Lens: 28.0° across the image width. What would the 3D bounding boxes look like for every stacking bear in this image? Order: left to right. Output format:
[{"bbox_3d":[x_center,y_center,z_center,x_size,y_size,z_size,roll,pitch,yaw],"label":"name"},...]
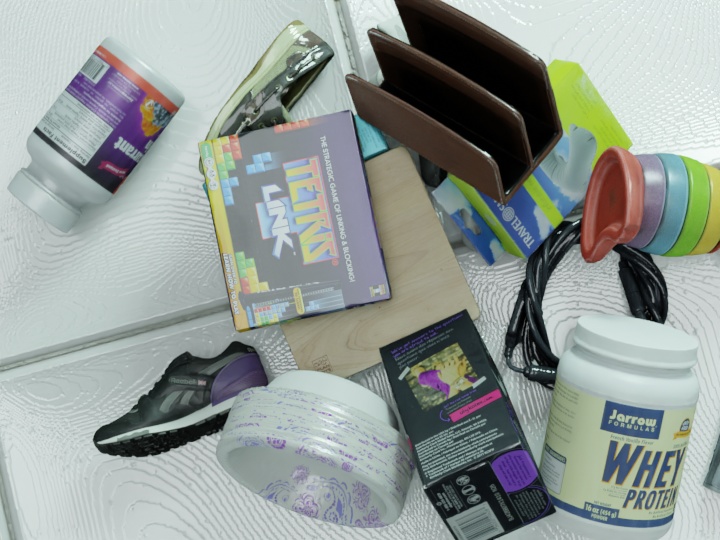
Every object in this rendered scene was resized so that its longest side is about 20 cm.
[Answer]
[{"bbox_3d":[0.343,-0.060,1.494,0.199,0.121,0.115,8,73,-13],"label":"stacking bear"}]

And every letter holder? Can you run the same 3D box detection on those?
[{"bbox_3d":[0.086,-0.181,1.424,0.200,0.142,0.101,34,75,27],"label":"letter holder"}]

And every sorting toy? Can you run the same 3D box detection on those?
[{"bbox_3d":[0.000,0.000,1.550,0.199,0.070,0.200,-24,85,3],"label":"sorting toy"}]

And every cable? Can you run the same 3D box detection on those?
[{"bbox_3d":[0.248,0.037,1.534,0.162,0.051,0.201,19,86,7],"label":"cable"}]

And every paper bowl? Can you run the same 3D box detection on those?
[{"bbox_3d":[-0.040,0.176,1.477,0.199,0.201,0.105,17,64,7],"label":"paper bowl"}]

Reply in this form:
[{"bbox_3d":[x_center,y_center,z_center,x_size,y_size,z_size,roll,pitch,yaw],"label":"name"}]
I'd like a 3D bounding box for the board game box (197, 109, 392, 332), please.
[{"bbox_3d":[-0.067,-0.050,1.492,0.164,0.057,0.201,-13,87,5],"label":"board game box"}]

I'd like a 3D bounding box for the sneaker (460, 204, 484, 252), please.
[{"bbox_3d":[0.135,-0.123,1.562,0.074,0.082,0.201,6,101,-35],"label":"sneaker"}]

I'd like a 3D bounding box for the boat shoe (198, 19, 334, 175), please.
[{"bbox_3d":[-0.102,-0.178,1.580,0.066,0.072,0.201,32,84,13],"label":"boat shoe"}]

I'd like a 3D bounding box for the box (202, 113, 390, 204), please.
[{"bbox_3d":[-0.066,-0.107,1.563,0.199,0.082,0.049,-24,83,3],"label":"box"}]

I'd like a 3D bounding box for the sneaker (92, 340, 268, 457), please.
[{"bbox_3d":[-0.197,0.139,1.567,0.199,0.076,0.088,-18,68,0],"label":"sneaker"}]

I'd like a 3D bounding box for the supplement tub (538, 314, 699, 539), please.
[{"bbox_3d":[0.260,0.157,1.451,0.144,0.145,0.201,10,102,7],"label":"supplement tub"}]

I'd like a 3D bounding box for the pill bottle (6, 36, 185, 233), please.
[{"bbox_3d":[-0.292,-0.144,1.574,0.111,0.111,0.200,38,89,8],"label":"pill bottle"}]

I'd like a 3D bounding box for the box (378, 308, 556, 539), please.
[{"bbox_3d":[0.105,0.159,1.449,0.106,0.123,0.201,-24,40,6],"label":"box"}]

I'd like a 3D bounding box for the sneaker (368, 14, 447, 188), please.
[{"bbox_3d":[0.054,-0.183,1.568,0.088,0.074,0.201,-6,75,8],"label":"sneaker"}]

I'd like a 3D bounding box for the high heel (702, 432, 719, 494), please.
[{"bbox_3d":[0.466,0.188,1.484,0.199,0.071,0.143,19,93,16],"label":"high heel"}]

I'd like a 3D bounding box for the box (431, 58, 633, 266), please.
[{"bbox_3d":[0.182,-0.109,1.514,0.200,0.048,0.122,-47,119,-10],"label":"box"}]
